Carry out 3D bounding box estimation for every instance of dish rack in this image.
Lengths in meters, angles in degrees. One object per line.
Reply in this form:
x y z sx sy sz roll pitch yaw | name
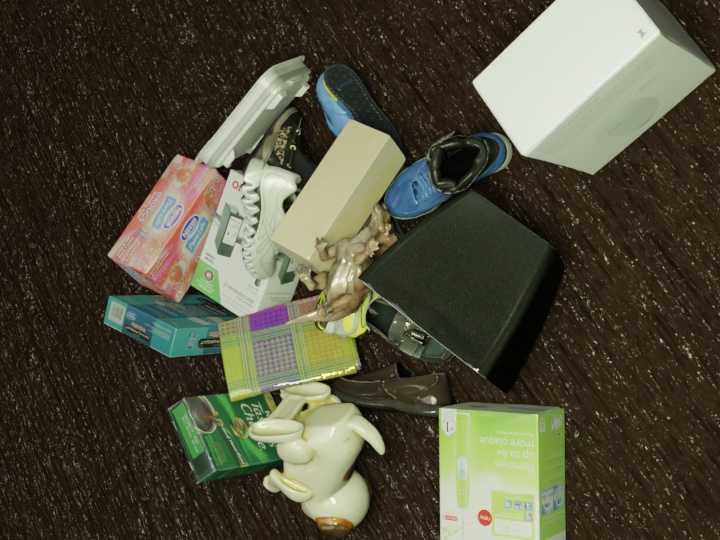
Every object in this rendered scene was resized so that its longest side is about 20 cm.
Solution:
-0.153 -0.231 1.530 0.044 0.172 0.200 43 115 1 | dish rack

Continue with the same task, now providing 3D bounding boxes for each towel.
-0.102 0.110 1.472 0.199 0.023 0.144 -14 53 -1 | towel

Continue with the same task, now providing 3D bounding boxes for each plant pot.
0.147 0.018 1.279 0.200 0.199 0.178 39 90 21 | plant pot

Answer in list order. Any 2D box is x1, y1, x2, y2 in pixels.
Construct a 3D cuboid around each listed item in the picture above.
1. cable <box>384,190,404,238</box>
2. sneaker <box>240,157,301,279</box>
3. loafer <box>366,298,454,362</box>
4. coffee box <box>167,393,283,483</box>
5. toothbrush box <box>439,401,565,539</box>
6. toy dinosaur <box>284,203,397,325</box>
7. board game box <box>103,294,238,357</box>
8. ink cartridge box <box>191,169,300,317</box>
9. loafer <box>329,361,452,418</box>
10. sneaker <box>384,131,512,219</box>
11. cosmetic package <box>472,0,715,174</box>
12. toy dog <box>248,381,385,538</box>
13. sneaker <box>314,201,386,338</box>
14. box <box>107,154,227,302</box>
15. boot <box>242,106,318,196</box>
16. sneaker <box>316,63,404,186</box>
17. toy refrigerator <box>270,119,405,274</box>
0.048 -0.052 1.462 0.200 0.050 0.097 37 92 17 | cable
-0.123 -0.063 1.420 0.081 0.075 0.201 9 134 4 | sneaker
0.044 0.074 1.434 0.200 0.063 0.072 29 105 32 | loafer
-0.186 0.242 1.511 0.044 0.200 0.123 -37 68 26 | coffee box
0.184 0.277 1.319 0.145 0.086 0.201 0 90 35 | toothbrush box
-0.009 0.009 1.334 0.086 0.135 0.200 36 97 27 | toy dinosaur
-0.269 0.083 1.571 0.151 0.200 0.047 22 101 33 | board game box
-0.160 -0.039 1.566 0.146 0.084 0.201 29 106 31 | ink cartridge box
0.047 0.164 1.434 0.199 0.073 0.072 5 80 32 | loafer
0.099 -0.126 1.360 0.199 0.111 0.077 -23 84 28 | sneaker
0.276 -0.230 1.194 0.199 0.200 0.123 -42 67 26 | cosmetic package
-0.044 0.273 1.431 0.193 0.140 0.201 -2 118 17 | toy dog
0.000 0.000 1.414 0.075 0.076 0.201 -10 58 69 | sneaker
-0.288 -0.068 1.600 0.094 0.103 0.200 21 72 34 | box
-0.083 -0.154 1.502 0.150 0.200 0.073 36 117 -9 | boot
-0.002 -0.204 1.483 0.201 0.066 0.078 59 155 10 | sneaker
-0.028 -0.097 1.376 0.076 0.070 0.200 27 79 33 | toy refrigerator
